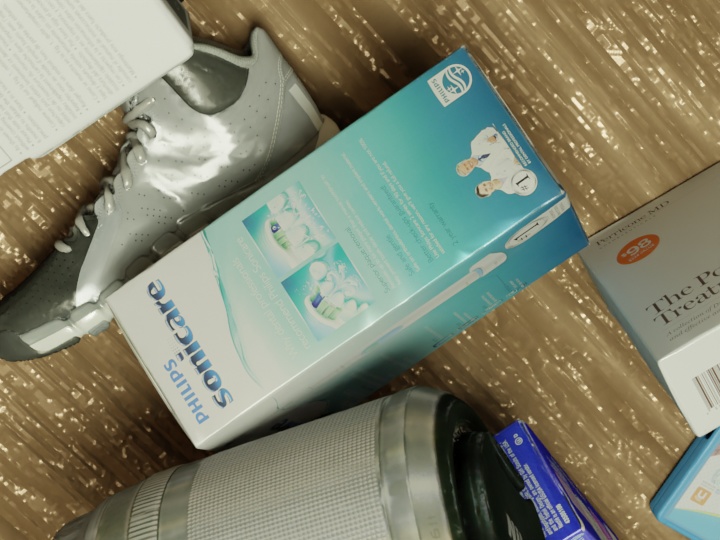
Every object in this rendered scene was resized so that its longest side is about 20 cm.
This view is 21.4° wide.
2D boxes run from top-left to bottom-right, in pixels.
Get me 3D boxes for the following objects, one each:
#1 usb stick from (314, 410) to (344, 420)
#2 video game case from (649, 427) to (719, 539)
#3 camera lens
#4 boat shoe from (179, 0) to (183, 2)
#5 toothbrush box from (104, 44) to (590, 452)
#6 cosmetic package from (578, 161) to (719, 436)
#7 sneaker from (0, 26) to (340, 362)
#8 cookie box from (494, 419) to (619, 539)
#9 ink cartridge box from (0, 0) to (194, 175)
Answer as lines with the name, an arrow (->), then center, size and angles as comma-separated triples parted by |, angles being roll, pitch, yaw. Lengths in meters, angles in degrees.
usb stick -> -0.028, 0.143, 0.977 | 0.055, 0.033, 0.201 | -10, 141, -32
video game case -> 0.271, 0.085, 1.052 | 0.142, 0.018, 0.201 | 29, 104, -19
camera lens -> -0.020, 0.150, 0.839 | 0.199, 0.160, 0.161 | -19, 113, 14
boat shoe -> -0.137, -0.201, 0.849 | 0.068, 0.085, 0.200 | -24, 128, 21
toothbrush box -> 0.000, 0.000, 0.898 | 0.199, 0.146, 0.086 | -36, 77, 6
cosmetic package -> 0.218, -0.017, 0.933 | 0.199, 0.151, 0.052 | -31, 111, 3
sneaker -> -0.115, -0.051, 0.916 | 0.199, 0.075, 0.116 | -33, 108, -7
cookie box -> 0.043, 0.190, 0.989 | 0.199, 0.075, 0.171 | -34, 142, 5
ink cartridge box -> -0.196, -0.127, 0.811 | 0.173, 0.044, 0.200 | -31, 121, 10
